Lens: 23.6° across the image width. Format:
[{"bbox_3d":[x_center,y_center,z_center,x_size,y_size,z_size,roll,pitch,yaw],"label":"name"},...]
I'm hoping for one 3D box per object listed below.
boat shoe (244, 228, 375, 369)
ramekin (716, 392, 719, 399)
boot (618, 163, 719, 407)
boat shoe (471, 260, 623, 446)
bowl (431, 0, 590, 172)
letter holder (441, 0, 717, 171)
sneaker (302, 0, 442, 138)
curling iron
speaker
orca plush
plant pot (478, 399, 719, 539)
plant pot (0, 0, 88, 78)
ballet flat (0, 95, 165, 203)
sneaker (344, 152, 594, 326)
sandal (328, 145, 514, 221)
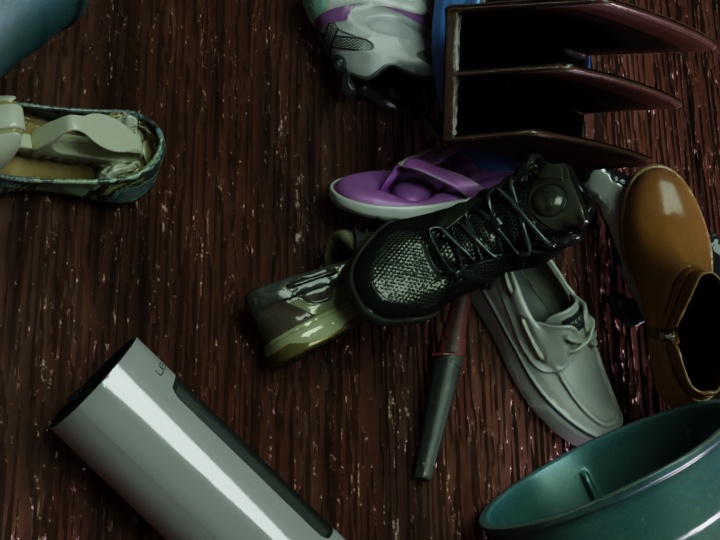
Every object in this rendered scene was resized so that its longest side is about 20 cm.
[{"bbox_3d":[-0.001,0.001,1.240,0.200,0.072,0.066,-32,93,-37],"label":"boat shoe"},{"bbox_3d":[0.327,0.140,1.327,0.096,0.201,0.202,4,62,-4],"label":"ramekin"},{"bbox_3d":[0.244,0.008,1.326,0.076,0.155,0.203,0,84,3],"label":"boot"},{"bbox_3d":[0.149,0.044,1.331,0.072,0.066,0.201,-26,84,-41],"label":"boat shoe"},{"bbox_3d":[0.126,-0.173,1.382,0.200,0.039,0.203,-1,91,-55],"label":"bowl"},{"bbox_3d":[0.173,-0.137,1.291,0.199,0.141,0.102,6,85,-55],"label":"letter holder"},{"bbox_3d":[0.053,-0.174,1.372,0.198,0.078,0.141,-12,78,-32],"label":"sneaker"},{"bbox_3d":[0.068,0.057,1.267,0.025,0.050,0.202,22,73,-12],"label":"curling iron"},{"bbox_3d":[-0.101,0.137,1.093,0.200,0.081,0.081,45,49,-8],"label":"speaker"},{"bbox_3d":[0.235,-0.012,1.444,0.200,0.071,0.105,40,95,0],"label":"orca plush"},{"bbox_3d":[0.214,0.223,1.217,0.199,0.199,0.198,-27,92,-41],"label":"plant pot"},{"bbox_3d":[-0.298,-0.166,1.039,0.200,0.200,0.188,44,64,-10],"label":"plant pot"},{"bbox_3d":[-0.217,-0.087,1.129,0.198,0.074,0.075,1,67,-36],"label":"ballet flat"},{"bbox_3d":[0.083,-0.027,1.193,0.198,0.114,0.077,-18,76,-30],"label":"sneaker"},{"bbox_3d":[0.071,-0.072,1.306,0.200,0.082,0.050,-2,110,-20],"label":"sandal"}]
